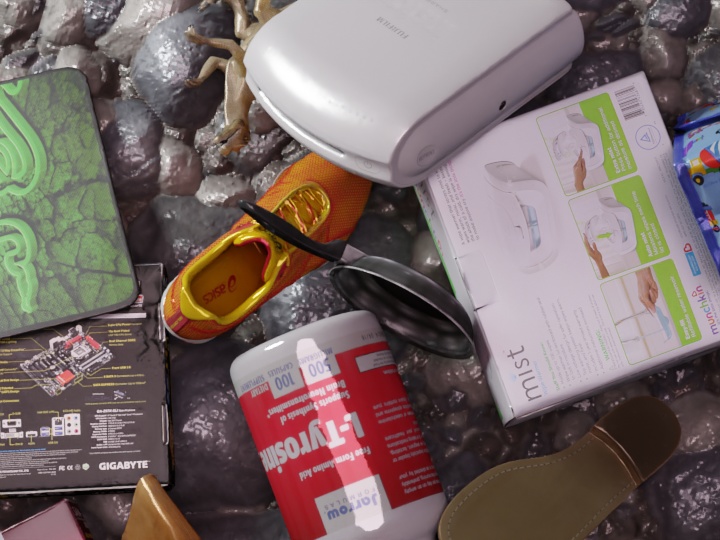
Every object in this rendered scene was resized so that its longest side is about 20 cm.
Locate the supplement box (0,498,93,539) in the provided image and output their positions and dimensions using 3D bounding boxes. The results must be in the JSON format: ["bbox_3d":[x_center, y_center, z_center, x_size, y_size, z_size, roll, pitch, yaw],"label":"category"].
[{"bbox_3d":[-0.202,0.269,1.639,0.108,0.061,0.201,-26,82,-5],"label":"supplement box"}]

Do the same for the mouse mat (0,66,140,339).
[{"bbox_3d":[-0.253,-0.045,1.712,0.160,0.008,0.201,-14,65,-7],"label":"mouse mat"}]

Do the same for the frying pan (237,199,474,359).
[{"bbox_3d":[-0.001,0.005,1.667,0.189,0.115,0.031,31,73,1],"label":"frying pan"}]

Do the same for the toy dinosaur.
[{"bbox_3d":[-0.065,-0.172,1.751,0.101,0.058,0.200,42,72,-12],"label":"toy dinosaur"}]

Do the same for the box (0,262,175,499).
[{"bbox_3d":[-0.233,0.080,1.704,0.199,0.049,0.161,-3,79,-2],"label":"box"}]

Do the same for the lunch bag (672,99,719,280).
[{"bbox_3d":[0.299,-0.092,1.676,0.150,0.200,0.094,-22,108,13],"label":"lunch bag"}]

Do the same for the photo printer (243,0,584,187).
[{"bbox_3d":[0.030,-0.149,1.679,0.200,0.070,0.166,-36,54,-25],"label":"photo printer"}]

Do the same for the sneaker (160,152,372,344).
[{"bbox_3d":[-0.055,-0.020,1.696,0.073,0.077,0.200,46,65,-5],"label":"sneaker"}]

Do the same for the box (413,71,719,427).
[{"bbox_3d":[0.149,-0.013,1.702,0.176,0.097,0.201,-21,83,-4],"label":"box"}]

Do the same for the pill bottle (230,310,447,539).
[{"bbox_3d":[-0.007,0.138,1.669,0.112,0.112,0.201,-21,83,-4],"label":"pill bottle"}]

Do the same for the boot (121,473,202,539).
[{"bbox_3d":[-0.086,0.205,1.600,0.068,0.189,0.200,-17,48,-28],"label":"boot"}]

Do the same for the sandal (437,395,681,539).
[{"bbox_3d":[0.135,0.163,1.696,0.211,0.070,0.078,-29,76,-28],"label":"sandal"}]
